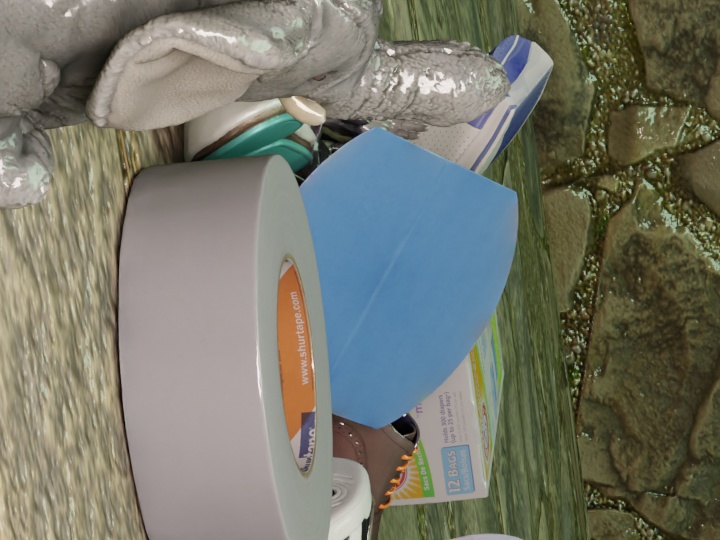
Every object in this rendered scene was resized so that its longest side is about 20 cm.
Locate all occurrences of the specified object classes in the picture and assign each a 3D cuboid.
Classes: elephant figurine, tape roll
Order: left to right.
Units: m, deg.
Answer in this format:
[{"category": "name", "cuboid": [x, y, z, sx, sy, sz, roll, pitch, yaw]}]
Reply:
[{"category": "elephant figurine", "cuboid": [-0.057, -0.100, 0.977, 0.155, 0.199, 0.142, -65, 149, -74]}, {"category": "tape roll", "cuboid": [-0.061, 0.047, 1.351, 0.200, 0.066, 0.201, -4, 90, -82]}]

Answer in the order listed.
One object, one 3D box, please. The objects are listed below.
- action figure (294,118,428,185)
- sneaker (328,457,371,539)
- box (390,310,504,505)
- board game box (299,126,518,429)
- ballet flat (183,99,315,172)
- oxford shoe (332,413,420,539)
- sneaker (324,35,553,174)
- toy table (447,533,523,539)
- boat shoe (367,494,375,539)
[{"category": "action figure", "cuboid": [-0.006, -0.051, 1.679, 0.200, 0.101, 0.120, -59, 155, -79]}, {"category": "sneaker", "cuboid": [-0.039, 0.181, 1.439, 0.200, 0.073, 0.112, -58, 146, -64]}, {"category": "box", "cuboid": [0.034, 0.063, 1.882, 0.200, 0.101, 0.113, -75, 158, -68]}, {"category": "board game box", "cuboid": [0.000, 0.000, 1.602, 0.200, 0.039, 0.159, 22, 99, -48]}, {"category": "ballet flat", "cuboid": [-0.063, -0.084, 1.467, 0.200, 0.069, 0.070, 41, 45, -85]}, {"category": "oxford shoe", "cuboid": [0.001, 0.123, 1.711, 0.071, 0.072, 0.201, -73, 157, -71]}, {"category": "sneaker", "cuboid": [0.024, -0.086, 1.804, 0.200, 0.115, 0.081, -50, 179, 42]}, {"category": "toy table", "cuboid": [0.077, 0.264, 1.890, 0.200, 0.183, 0.118, 47, 21, -64]}, {"category": "boat shoe", "cuboid": [-0.022, 0.205, 1.541, 0.072, 0.060, 0.203, 73, 14, -55]}]
